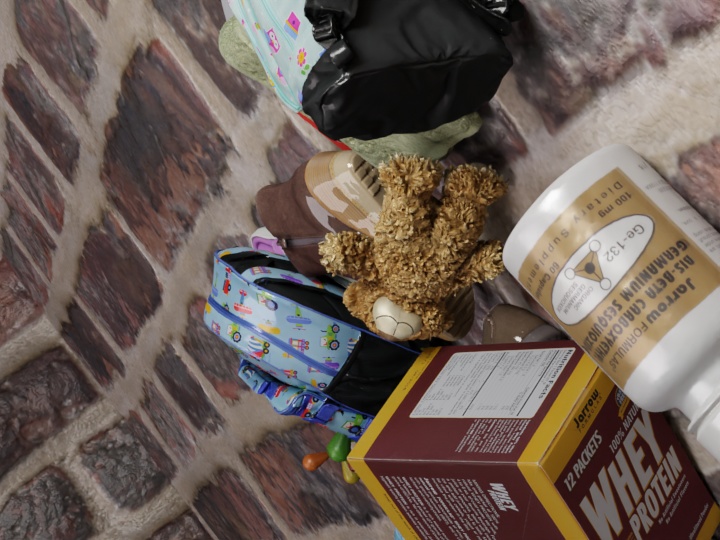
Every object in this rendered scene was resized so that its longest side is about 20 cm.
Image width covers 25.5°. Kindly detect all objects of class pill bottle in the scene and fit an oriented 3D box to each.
[{"bbox_3d":[0.195,0.025,1.011,0.200,0.114,0.114,47,161,18],"label":"pill bottle"}]

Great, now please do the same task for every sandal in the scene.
[{"bbox_3d":[-0.075,-0.005,1.714,0.082,0.050,0.203,58,161,-14],"label":"sandal"}]

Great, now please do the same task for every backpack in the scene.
[{"bbox_3d":[-0.010,-0.184,1.062,0.200,0.167,0.127,60,138,26],"label":"backpack"},{"bbox_3d":[-0.063,0.062,1.540,0.200,0.135,0.183,23,-172,-34],"label":"backpack"}]

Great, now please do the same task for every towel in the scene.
[{"bbox_3d":[-0.010,-0.148,1.217,0.200,0.036,0.148,37,152,-7],"label":"towel"}]

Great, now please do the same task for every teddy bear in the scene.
[{"bbox_3d":[0.046,-0.013,1.255,0.200,0.145,0.067,-52,35,34],"label":"teddy bear"}]

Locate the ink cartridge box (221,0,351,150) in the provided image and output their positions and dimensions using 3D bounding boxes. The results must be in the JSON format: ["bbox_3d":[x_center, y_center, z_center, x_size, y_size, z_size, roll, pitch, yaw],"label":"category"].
[{"bbox_3d":[-0.048,-0.164,1.373,0.161,0.050,0.200,41,156,33],"label":"ink cartridge box"}]

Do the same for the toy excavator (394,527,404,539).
[{"bbox_3d":[0.120,0.300,1.741,0.194,0.100,0.200,41,149,29],"label":"toy excavator"}]

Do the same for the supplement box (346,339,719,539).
[{"bbox_3d":[0.139,0.172,1.263,0.200,0.133,0.197,-6,127,46],"label":"supplement box"}]

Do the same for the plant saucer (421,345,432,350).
[{"bbox_3d":[0.074,0.160,1.590,0.200,0.031,0.200,168,90,-68],"label":"plant saucer"}]

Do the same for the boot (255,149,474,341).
[{"bbox_3d":[0.003,-0.014,1.417,0.200,0.072,0.166,56,147,-9],"label":"boot"}]

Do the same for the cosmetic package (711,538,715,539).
[{"bbox_3d":[0.282,0.284,1.318,0.200,0.081,0.113,28,147,54],"label":"cosmetic package"}]

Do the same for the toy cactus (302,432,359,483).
[{"bbox_3d":[-0.018,0.136,1.726,0.165,0.102,0.200,96,164,-55],"label":"toy cactus"}]

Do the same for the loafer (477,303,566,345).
[{"bbox_3d":[0.128,0.090,1.378,0.071,0.073,0.200,50,152,24],"label":"loafer"}]

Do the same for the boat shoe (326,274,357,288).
[{"bbox_3d":[0.000,0.000,1.510,0.200,0.073,0.062,32,149,37],"label":"boat shoe"}]
